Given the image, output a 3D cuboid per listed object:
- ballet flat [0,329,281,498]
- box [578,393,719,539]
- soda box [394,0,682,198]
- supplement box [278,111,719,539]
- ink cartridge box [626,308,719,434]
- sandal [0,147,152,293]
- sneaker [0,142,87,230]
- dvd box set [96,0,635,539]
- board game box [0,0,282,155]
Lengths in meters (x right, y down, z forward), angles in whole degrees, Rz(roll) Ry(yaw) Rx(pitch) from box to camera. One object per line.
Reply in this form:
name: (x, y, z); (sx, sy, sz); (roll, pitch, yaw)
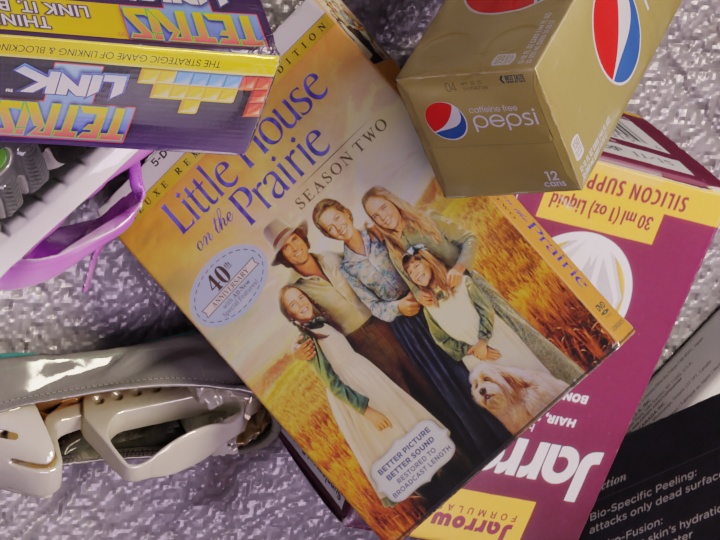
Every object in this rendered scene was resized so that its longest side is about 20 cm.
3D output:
ballet flat: (-0.129, 0.069, 1.177); (0.199, 0.064, 0.068); (-10, 142, -20)
box: (0.148, 0.183, 1.237); (0.196, 0.201, 0.117); (-27, 129, 31)
soda box: (0.089, -0.118, 1.116); (0.200, 0.067, 0.064); (-59, 136, -41)
supplement box: (0.062, 0.019, 1.218); (0.130, 0.103, 0.201); (12, 110, -28)
ink cartridge box: (0.245, 0.073, 1.358); (0.200, 0.044, 0.174); (-46, 124, 4)
sandal: (-0.137, -0.010, 1.131); (0.202, 0.083, 0.050); (-40, 105, 14)
sneaker: (-0.196, -0.048, 1.061); (0.200, 0.115, 0.075); (-41, 138, -34)
dvd box set: (0.000, 0.000, 1.136); (0.146, 0.029, 0.200); (-42, 86, 21)
board game box: (-0.147, -0.123, 1.018); (0.199, 0.166, 0.057); (3, 135, -24)
